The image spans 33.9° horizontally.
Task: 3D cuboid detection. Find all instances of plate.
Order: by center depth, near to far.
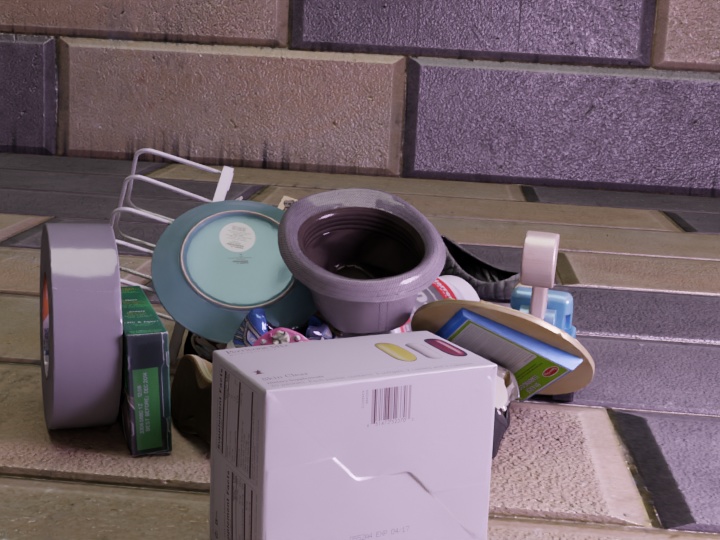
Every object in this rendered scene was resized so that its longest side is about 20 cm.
[{"bbox_3d":[-0.133,-0.007,1.311,0.197,0.026,0.202,4,54,-6],"label":"plate"}]

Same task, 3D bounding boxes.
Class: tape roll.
[{"bbox_3d":[-0.279,0.054,1.168,0.065,0.203,0.200,-1,12,-19],"label":"tape roll"}]

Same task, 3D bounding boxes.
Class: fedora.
[{"bbox_3d":[0.000,0.000,1.271,0.175,0.091,0.200,-12,36,-21],"label":"fedora"}]

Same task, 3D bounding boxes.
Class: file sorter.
[{"bbox_3d":[-0.242,-0.024,1.401,0.123,0.139,0.202,18,54,-8],"label":"file sorter"}]

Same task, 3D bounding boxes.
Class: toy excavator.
[{"bbox_3d":[0.199,0.046,1.330,0.099,0.203,0.194,5,11,14],"label":"toy excavator"}]

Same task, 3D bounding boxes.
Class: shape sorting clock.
[{"bbox_3d":[0.148,0.080,1.239,0.198,0.040,0.201,21,-25,10],"label":"shape sorting clock"}]

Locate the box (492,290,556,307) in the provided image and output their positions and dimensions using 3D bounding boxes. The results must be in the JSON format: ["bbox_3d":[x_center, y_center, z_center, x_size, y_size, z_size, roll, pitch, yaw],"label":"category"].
[{"bbox_3d":[0.156,0.061,1.552,0.197,0.079,0.095,7,13,17],"label":"box"}]

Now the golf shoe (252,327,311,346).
[{"bbox_3d":[-0.020,0.134,1.122,0.199,0.075,0.092,39,-17,24],"label":"golf shoe"}]

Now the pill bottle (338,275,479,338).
[{"bbox_3d":[0.056,0.065,1.418,0.113,0.115,0.199,12,15,36],"label":"pill bottle"}]

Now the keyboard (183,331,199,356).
[{"bbox_3d":[-0.122,0.082,1.396,0.198,0.105,0.040,-8,-40,31],"label":"keyboard"}]

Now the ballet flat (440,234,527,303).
[{"bbox_3d":[0.155,0.002,1.503,0.066,0.058,0.199,-11,20,-39],"label":"ballet flat"}]

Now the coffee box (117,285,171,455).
[{"bbox_3d":[-0.227,0.095,1.188,0.043,0.125,0.200,-4,14,-18],"label":"coffee box"}]

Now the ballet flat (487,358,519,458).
[{"bbox_3d":[0.131,0.135,1.205,0.067,0.069,0.200,27,13,-2],"label":"ballet flat"}]

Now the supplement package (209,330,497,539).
[{"bbox_3d":[-0.008,0.141,0.925,0.198,0.158,0.111,-4,13,-28],"label":"supplement package"}]

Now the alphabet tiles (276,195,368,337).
[{"bbox_3d":[-0.077,-0.001,1.340,0.164,0.006,0.201,17,52,9],"label":"alphabet tiles"}]

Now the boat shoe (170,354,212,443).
[{"bbox_3d":[-0.137,0.134,1.172,0.066,0.075,0.200,15,5,-26],"label":"boat shoe"}]

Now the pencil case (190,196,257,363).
[{"bbox_3d":[-0.142,0.012,1.376,0.077,0.090,0.202,-11,47,23],"label":"pencil case"}]

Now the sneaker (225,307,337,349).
[{"bbox_3d":[-0.042,0.098,1.237,0.198,0.086,0.077,20,9,-10],"label":"sneaker"}]
